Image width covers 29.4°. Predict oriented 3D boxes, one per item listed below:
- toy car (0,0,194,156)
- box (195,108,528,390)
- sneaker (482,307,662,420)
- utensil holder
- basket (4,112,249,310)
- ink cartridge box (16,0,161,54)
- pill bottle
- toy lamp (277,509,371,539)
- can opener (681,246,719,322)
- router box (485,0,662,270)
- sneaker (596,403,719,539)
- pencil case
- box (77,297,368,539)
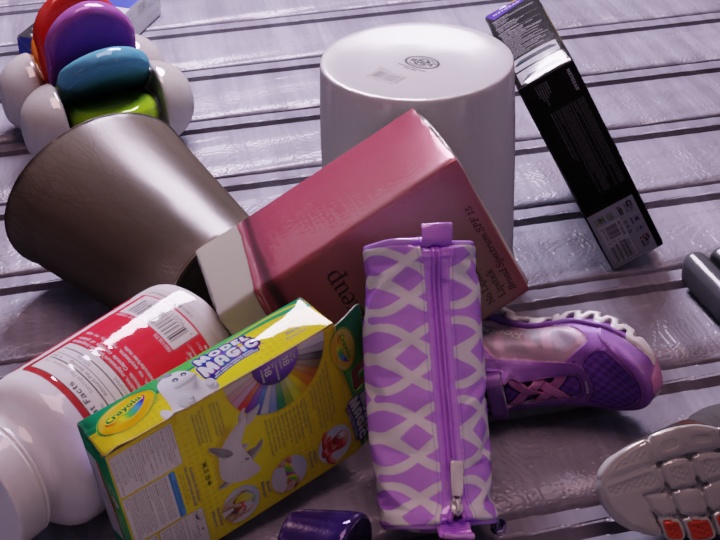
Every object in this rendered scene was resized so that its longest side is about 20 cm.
[{"bbox_3d":[-0.273,-0.206,1.394,0.173,0.152,0.200,-16,34,-22],"label":"toy car"},{"bbox_3d":[0.000,0.000,0.998,0.199,0.128,0.109,-34,30,1],"label":"box"},{"bbox_3d":[0.119,0.075,1.004,0.198,0.081,0.089,11,39,30],"label":"sneaker"},{"bbox_3d":[0.048,-0.082,1.132,0.167,0.202,0.171,-1,31,1],"label":"utensil holder"},{"bbox_3d":[-0.164,-0.025,1.125,0.179,0.137,0.199,-27,43,-31],"label":"basket"},{"bbox_3d":[-0.319,-0.294,1.635,0.093,0.045,0.201,8,33,13],"label":"ink cartridge box"},{"bbox_3d":[-0.182,0.100,0.938,0.111,0.113,0.199,22,39,33],"label":"pill bottle"},{"bbox_3d":[0.042,0.190,0.836,0.198,0.059,0.058,12,34,22],"label":"toy lamp"},{"bbox_3d":[0.318,0.028,1.068,0.053,0.068,0.200,-10,33,-14],"label":"can opener"},{"bbox_3d":[0.184,-0.123,1.193,0.052,0.201,0.158,-27,31,10],"label":"router box"},{"bbox_3d":[0.243,0.128,0.934,0.197,0.078,0.082,-11,6,-16],"label":"sneaker"},{"bbox_3d":[0.044,0.075,0.893,0.083,0.203,0.085,-6,-4,-6],"label":"pencil case"},{"bbox_3d":[-0.078,0.103,0.902,0.199,0.118,0.048,-27,39,-23],"label":"box"}]
